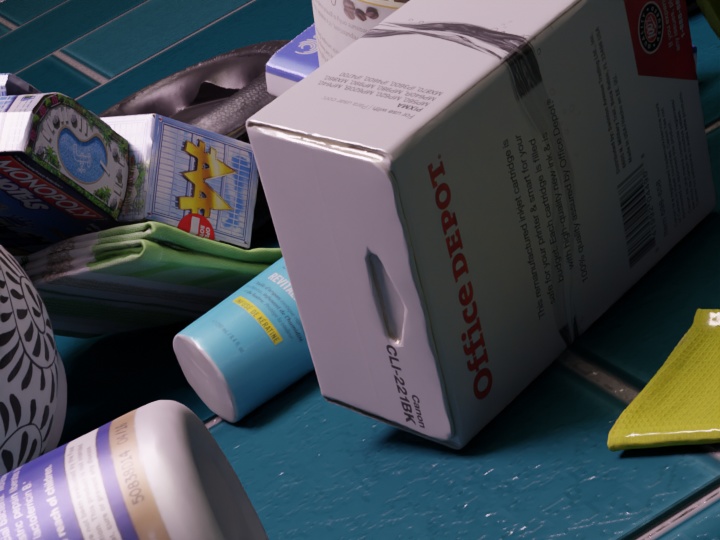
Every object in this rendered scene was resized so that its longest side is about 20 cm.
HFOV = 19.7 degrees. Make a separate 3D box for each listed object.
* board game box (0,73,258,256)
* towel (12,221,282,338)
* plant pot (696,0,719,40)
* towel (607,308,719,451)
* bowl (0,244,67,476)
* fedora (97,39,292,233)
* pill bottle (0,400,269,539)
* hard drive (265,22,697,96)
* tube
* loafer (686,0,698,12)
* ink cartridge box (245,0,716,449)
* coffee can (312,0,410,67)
[{"bbox_3d":[-0.165,-0.051,1.086,0.199,0.062,0.200,-3,-18,21],"label":"board game box"},{"bbox_3d":[-0.130,0.004,1.113,0.199,0.031,0.149,-12,-14,39],"label":"towel"},{"bbox_3d":[0.251,-0.198,0.930,0.200,0.201,0.193,-19,27,25],"label":"plant pot"},{"bbox_3d":[0.183,0.031,0.733,0.199,0.018,0.086,-9,24,45],"label":"towel"},{"bbox_3d":[-0.208,0.063,1.029,0.200,0.202,0.094,-10,-19,44],"label":"bowl"},{"bbox_3d":[-0.097,-0.067,1.289,0.200,0.092,0.201,-24,18,8],"label":"fedora"},{"bbox_3d":[-0.128,0.137,0.723,0.199,0.116,0.116,-26,17,2],"label":"pill bottle"},{"bbox_3d":[0.066,-0.111,1.142,0.199,0.025,0.132,20,44,30],"label":"hard drive"},{"bbox_3d":[0.000,0.000,1.028,0.200,0.077,0.050,-36,-21,-23],"label":"tube"},{"bbox_3d":[0.229,-0.194,1.242,0.199,0.072,0.063,-26,36,25],"label":"loafer"},{"bbox_3d":[0.058,-0.043,0.886,0.084,0.145,0.200,14,42,39],"label":"ink cartridge box"},{"bbox_3d":[0.044,-0.156,1.013,0.146,0.201,0.147,-4,36,3],"label":"coffee can"}]
